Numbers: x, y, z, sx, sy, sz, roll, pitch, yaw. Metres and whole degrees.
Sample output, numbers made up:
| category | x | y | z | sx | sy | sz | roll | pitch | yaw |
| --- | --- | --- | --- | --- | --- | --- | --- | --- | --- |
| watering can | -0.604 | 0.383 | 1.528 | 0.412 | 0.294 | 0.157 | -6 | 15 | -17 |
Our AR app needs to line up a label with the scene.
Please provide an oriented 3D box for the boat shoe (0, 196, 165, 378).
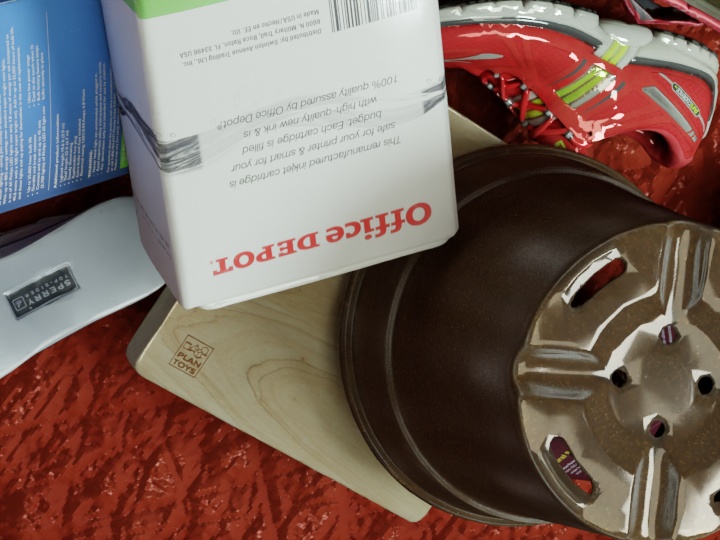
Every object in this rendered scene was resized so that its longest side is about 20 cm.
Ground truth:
| category | x | y | z | sx | sy | sz | roll | pitch | yaw |
| --- | --- | --- | --- | --- | --- | --- | --- | --- | --- |
| boat shoe | -0.187 | 0.020 | 1.437 | 0.199 | 0.065 | 0.074 | -18 | 93 | -16 |

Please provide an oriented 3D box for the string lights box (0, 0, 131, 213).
| category | x | y | z | sx | sy | sz | roll | pitch | yaw |
| --- | --- | --- | --- | --- | --- | --- | --- | --- | --- |
| string lights box | -0.163 | -0.088 | 1.346 | 0.200 | 0.059 | 0.103 | -20 | 118 | -49 |

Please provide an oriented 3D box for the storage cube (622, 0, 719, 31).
| category | x | y | z | sx | sy | sz | roll | pitch | yaw |
| --- | --- | --- | --- | --- | --- | --- | --- | --- | --- |
| storage cube | 0.163 | -0.228 | 1.398 | 0.171 | 0.180 | 0.200 | 24 | 103 | -29 |

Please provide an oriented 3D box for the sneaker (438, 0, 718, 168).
| category | x | y | z | sx | sy | sz | roll | pitch | yaw |
| --- | --- | --- | --- | --- | --- | --- | --- | --- | --- |
| sneaker | 0.103 | -0.095 | 1.488 | 0.199 | 0.077 | 0.085 | 10 | 88 | -25 |

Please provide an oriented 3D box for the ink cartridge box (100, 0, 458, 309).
| category | x | y | z | sx | sy | sz | roll | pitch | yaw |
| --- | --- | --- | --- | --- | --- | --- | --- | --- | --- |
| ink cartridge box | -0.040 | -0.100 | 1.337 | 0.145 | 0.084 | 0.201 | -15 | 121 | -16 |

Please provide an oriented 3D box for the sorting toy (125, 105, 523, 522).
| category | x | y | z | sx | sy | sz | roll | pitch | yaw |
| --- | --- | --- | --- | --- | --- | --- | --- | --- | --- |
| sorting toy | 0.000 | 0.000 | 1.500 | 0.200 | 0.070 | 0.199 | 31 | 96 | -30 |

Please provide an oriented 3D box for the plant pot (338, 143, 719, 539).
| category | x | y | z | sx | sy | sz | roll | pitch | yaw |
| --- | --- | --- | --- | --- | --- | --- | --- | --- | --- |
| plant pot | 0.113 | 0.044 | 1.385 | 0.200 | 0.198 | 0.201 | -2 | 97 | -17 |

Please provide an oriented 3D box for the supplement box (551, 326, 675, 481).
| category | x | y | z | sx | sy | sz | roll | pitch | yaw |
| --- | --- | --- | --- | --- | --- | --- | --- | --- | --- |
| supplement box | 0.193 | 0.079 | 1.592 | 0.199 | 0.061 | 0.109 | 10 | 151 | -26 |
